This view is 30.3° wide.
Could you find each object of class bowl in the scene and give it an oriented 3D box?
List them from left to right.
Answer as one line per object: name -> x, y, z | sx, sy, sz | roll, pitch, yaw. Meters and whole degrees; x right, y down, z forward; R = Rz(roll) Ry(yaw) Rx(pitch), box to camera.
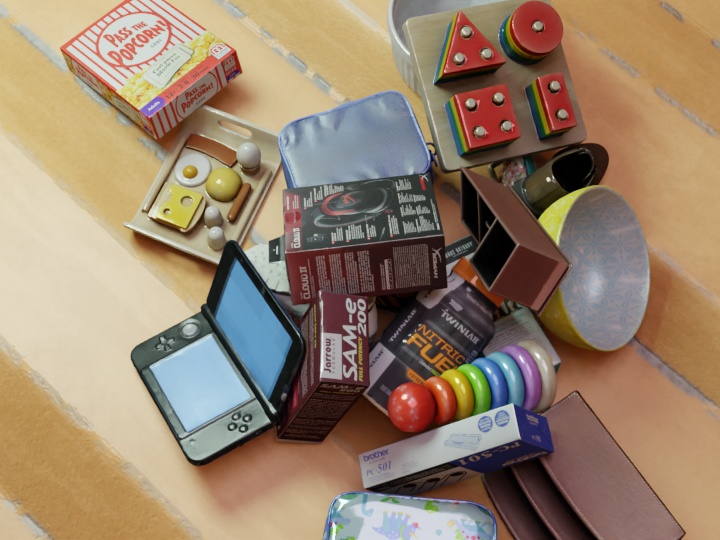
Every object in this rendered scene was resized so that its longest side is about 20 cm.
bowl -> 0.256, 0.001, 1.624 | 0.107, 0.200, 0.201 | -6, 54, 44

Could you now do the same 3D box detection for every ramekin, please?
ramekin -> 0.132, -0.313, 1.784 | 0.199, 0.105, 0.201 | 1, 64, -2

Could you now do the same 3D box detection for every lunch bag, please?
lunch bag -> 0.004, -0.126, 1.674 | 0.199, 0.132, 0.137 | -17, 68, -4
lunch bag -> 0.051, 0.335, 1.481 | 0.199, 0.083, 0.162 | 5, 63, 0

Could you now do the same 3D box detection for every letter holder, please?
letter holder -> 0.244, 0.267, 1.513 | 0.142, 0.101, 0.200 | -31, 69, -14

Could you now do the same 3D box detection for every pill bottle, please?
pill bottle -> 0.085, 0.081, 1.558 | 0.106, 0.106, 0.200 | 38, 90, 15

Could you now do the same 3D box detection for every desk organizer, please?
desk organizer -> 0.162, -0.039, 1.549 | 0.077, 0.072, 0.200 | 21, 22, -27

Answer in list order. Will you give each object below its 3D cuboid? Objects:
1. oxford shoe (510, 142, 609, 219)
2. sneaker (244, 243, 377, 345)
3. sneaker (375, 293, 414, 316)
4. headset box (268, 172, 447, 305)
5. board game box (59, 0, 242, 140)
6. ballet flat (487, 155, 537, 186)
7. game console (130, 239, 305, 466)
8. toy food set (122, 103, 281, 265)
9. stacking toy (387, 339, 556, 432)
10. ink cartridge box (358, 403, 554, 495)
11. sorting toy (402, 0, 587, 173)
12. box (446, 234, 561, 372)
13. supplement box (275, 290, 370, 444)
oxford shoe -> 0.275, -0.122, 1.679 | 0.073, 0.084, 0.200 | 57, 41, -1
sneaker -> -0.069, 0.032, 1.590 | 0.199, 0.081, 0.076 | 24, 51, 27
sneaker -> 0.000, 0.000, 1.623 | 0.199, 0.112, 0.078 | 5, 64, 0
headset box -> -0.008, -0.037, 1.523 | 0.199, 0.075, 0.149 | -7, 32, -1
board game box -> -0.278, -0.278, 1.760 | 0.151, 0.046, 0.200 | -42, 58, -19
ballet flat -> 0.194, -0.154, 1.734 | 0.064, 0.076, 0.201 | -18, 56, 24
game console -> -0.170, 0.093, 1.542 | 0.170, 0.119, 0.200 | -28, 50, -13
toy food set -> -0.198, -0.111, 1.699 | 0.143, 0.061, 0.201 | 21, 65, 7
stacking toy -> 0.119, 0.136, 1.498 | 0.199, 0.085, 0.086 | -10, 64, -25
ink cartridge box -> 0.106, 0.204, 1.487 | 0.199, 0.094, 0.044 | -22, 64, 25
sorting toy -> 0.177, -0.243, 1.661 | 0.199, 0.070, 0.200 | -13, 84, -16
box -> 0.160, 0.055, 1.638 | 0.082, 0.049, 0.201 | -24, 67, -13
supplement box -> -0.046, 0.114, 1.514 | 0.060, 0.200, 0.110 | 6, 63, -15
